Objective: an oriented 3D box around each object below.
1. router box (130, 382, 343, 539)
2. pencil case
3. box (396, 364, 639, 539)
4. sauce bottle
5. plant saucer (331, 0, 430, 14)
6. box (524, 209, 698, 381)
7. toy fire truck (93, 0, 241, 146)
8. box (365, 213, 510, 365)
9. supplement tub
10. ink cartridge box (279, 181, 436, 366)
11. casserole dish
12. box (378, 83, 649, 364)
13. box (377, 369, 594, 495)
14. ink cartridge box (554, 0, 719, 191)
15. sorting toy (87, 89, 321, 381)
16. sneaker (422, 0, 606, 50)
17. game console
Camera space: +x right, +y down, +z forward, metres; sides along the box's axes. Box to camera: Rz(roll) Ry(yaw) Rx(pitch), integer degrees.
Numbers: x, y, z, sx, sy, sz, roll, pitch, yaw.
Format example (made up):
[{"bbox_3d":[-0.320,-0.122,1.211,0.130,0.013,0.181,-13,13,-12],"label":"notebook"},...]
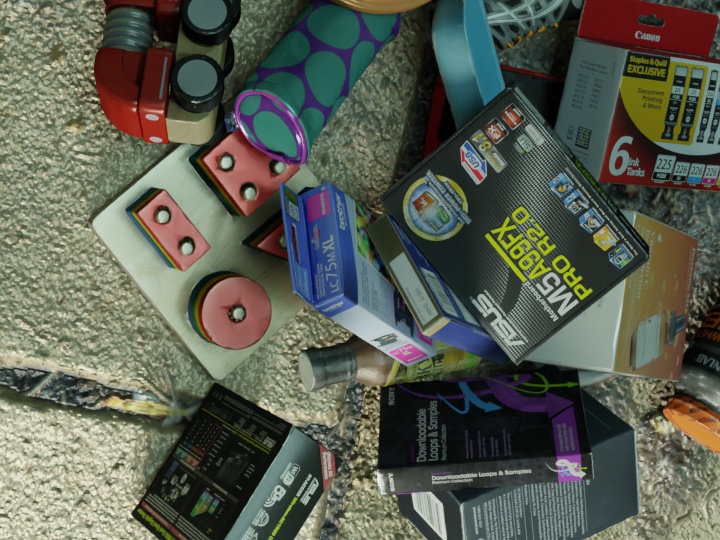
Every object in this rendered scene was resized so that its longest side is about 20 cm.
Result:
[{"bbox_3d":[-0.115,0.197,1.363,0.062,0.200,0.150,37,81,-26],"label":"router box"},{"bbox_3d":[-0.038,-0.186,1.385,0.085,0.093,0.201,24,54,14],"label":"pencil case"},{"bbox_3d":[0.151,0.198,1.492,0.199,0.148,0.108,-20,121,-19],"label":"box"},{"bbox_3d":[0.037,0.079,1.493,0.198,0.065,0.065,-12,99,-20],"label":"sauce bottle"},{"bbox_3d":[0.020,-0.332,1.354,0.198,0.037,0.202,-1,93,-14],"label":"plant saucer"},{"bbox_3d":[0.246,0.024,1.495,0.199,0.106,0.154,11,86,-59],"label":"box"},{"bbox_3d":[-0.211,-0.217,1.335,0.198,0.129,0.178,7,71,-1],"label":"toy fire truck"},{"bbox_3d":[0.089,0.024,1.435,0.032,0.122,0.200,-39,151,19],"label":"box"},{"bbox_3d":[0.416,0.092,1.619,0.122,0.122,0.201,38,80,-21],"label":"supplement tub"},{"bbox_3d":[0.000,0.000,1.395,0.200,0.042,0.120,32,43,-48],"label":"ink cartridge box"},{"bbox_3d":[0.106,-0.182,1.433,0.038,0.122,0.201,-8,124,15],"label":"casserole dish"},{"bbox_3d":[0.140,-0.042,1.375,0.160,0.044,0.200,-39,92,16],"label":"box"},{"bbox_3d":[0.115,0.151,1.437,0.198,0.143,0.036,-6,119,5],"label":"box"},{"bbox_3d":[0.303,-0.178,1.531,0.199,0.084,0.177,1,106,-35],"label":"ink cartridge box"},{"bbox_3d":[-0.113,-0.031,1.417,0.200,0.069,0.199,-42,108,-14],"label":"sorting toy"},{"bbox_3d":[0.150,-0.257,1.509,0.198,0.078,0.078,-2,102,-15],"label":"sneaker"},{"bbox_3d":[0.157,-0.116,1.547,0.198,0.031,0.179,9,97,-22],"label":"game console"}]
